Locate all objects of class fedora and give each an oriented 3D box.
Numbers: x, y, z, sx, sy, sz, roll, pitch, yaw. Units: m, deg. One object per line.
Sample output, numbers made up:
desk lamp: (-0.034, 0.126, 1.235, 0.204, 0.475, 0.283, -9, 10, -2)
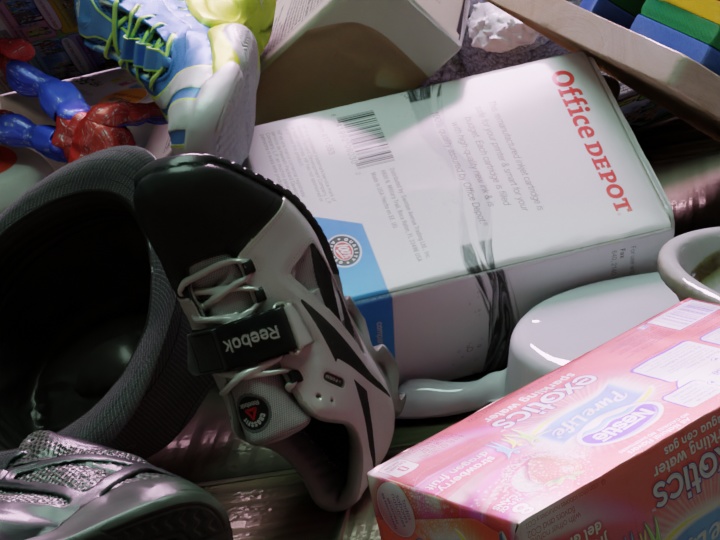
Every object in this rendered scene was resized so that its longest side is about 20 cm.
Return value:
fedora: (-0.132, 0.038, 1.483, 0.200, 0.090, 0.177, -34, 50, 27)

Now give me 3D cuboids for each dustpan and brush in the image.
dustpan and brush: (0.096, 0.051, 1.455, 0.199, 0.057, 0.140, 1, 27, 17)

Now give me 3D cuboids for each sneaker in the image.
sneaker: (-0.103, -0.108, 1.506, 0.104, 0.076, 0.200, 6, 27, 2)
sneaker: (-0.169, 0.132, 1.347, 0.199, 0.077, 0.114, -16, 18, -19)
sneaker: (-0.043, 0.032, 1.369, 0.074, 0.200, 0.089, -21, 34, 28)

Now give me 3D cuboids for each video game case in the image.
video game case: (-0.187, -0.143, 1.670, 0.181, 0.022, 0.200, -13, -11, 1)

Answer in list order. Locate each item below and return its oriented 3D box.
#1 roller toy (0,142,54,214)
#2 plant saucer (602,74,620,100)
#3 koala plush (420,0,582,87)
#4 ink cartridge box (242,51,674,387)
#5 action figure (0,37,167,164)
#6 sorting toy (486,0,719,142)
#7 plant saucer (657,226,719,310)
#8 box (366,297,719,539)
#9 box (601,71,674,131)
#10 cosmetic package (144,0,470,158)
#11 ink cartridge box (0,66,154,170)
roller toy: (-0.257, 0.009, 1.633, 0.181, 0.140, 0.200, 2, 16, 15)
plant saucer: (0.062, -0.059, 1.684, 0.199, 0.036, 0.200, -18, -11, -4)
koala plush: (0.084, -0.162, 1.855, 0.199, 0.185, 0.177, 8, 1, 38)
ink cartridge box: (0.048, -0.023, 1.533, 0.199, 0.086, 0.147, -12, 46, -10)
action figure: (-0.136, -0.075, 1.584, 0.099, 0.066, 0.200, 6, 15, -29)
sorting toy: (0.199, -0.116, 1.601, 0.200, 0.070, 0.199, 27, 4, -34)
plant saucer: (0.236, 0.029, 1.368, 0.199, 0.050, 0.200, 7, 16, -2)
box: (0.115, 0.097, 1.234, 0.200, 0.095, 0.102, -26, 24, -33)
box: (0.195, -0.124, 1.807, 0.199, 0.035, 0.110, -20, -11, -19)
cosmetic package: (-0.032, -0.104, 1.620, 0.200, 0.071, 0.105, -41, 17, 25)
ink cartridge box: (-0.120, -0.063, 1.770, 0.199, 0.126, 0.128, -20, 21, -22)
